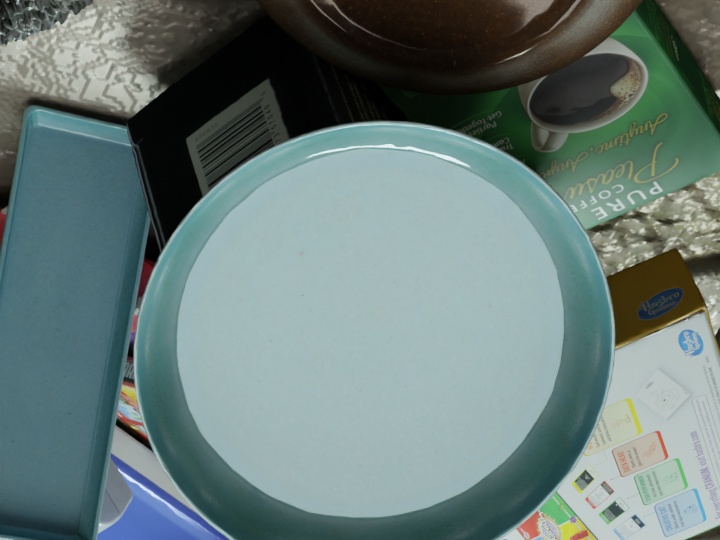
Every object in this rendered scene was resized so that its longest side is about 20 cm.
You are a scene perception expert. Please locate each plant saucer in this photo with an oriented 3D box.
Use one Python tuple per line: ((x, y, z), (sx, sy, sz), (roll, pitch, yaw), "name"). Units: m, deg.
((0.034, -0.153, 0.932), (0.198, 0.037, 0.202), (2, 123, 4), "plant saucer")
((-0.143, 0.027, 1.069), (0.069, 0.202, 0.019), (12, 173, -20), "plant saucer")
((0.005, 0.032, 0.938), (0.198, 0.027, 0.202), (-2, 110, -6), "plant saucer")

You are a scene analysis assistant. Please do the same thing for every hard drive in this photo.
((-0.154, 0.111, 1.229), (0.131, 0.026, 0.200), (-2, 149, 40), "hard drive")

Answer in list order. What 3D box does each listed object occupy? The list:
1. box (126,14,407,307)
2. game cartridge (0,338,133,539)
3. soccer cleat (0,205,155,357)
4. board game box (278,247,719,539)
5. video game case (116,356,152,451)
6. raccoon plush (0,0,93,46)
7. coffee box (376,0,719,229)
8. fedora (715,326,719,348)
((0.000, 0.000, 1.055), (0.104, 0.149, 0.200), (-34, 133, 13), "box")
((-0.210, 0.066, 1.120), (0.200, 0.041, 0.133), (46, 132, -9), "game cartridge")
((-0.115, 0.021, 1.144), (0.198, 0.067, 0.077), (12, 141, -25), "soccer cleat")
((0.074, 0.089, 1.033), (0.198, 0.040, 0.154), (-23, 135, 2), "board game box")
((-0.083, 0.081, 1.155), (0.199, 0.018, 0.143), (13, 159, 30), "video game case")
((-0.176, -0.140, 0.880), (0.134, 0.097, 0.201), (41, 84, -38), "raccoon plush")
((0.080, -0.095, 1.046), (0.122, 0.044, 0.200), (-26, 135, 21), "coffee box")
((0.276, 0.062, 1.192), (0.176, 0.091, 0.201), (-3, 127, 35), "fedora")
